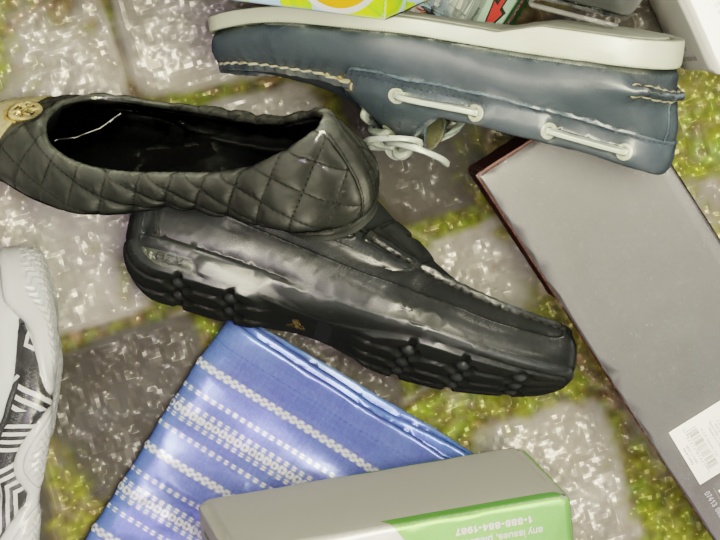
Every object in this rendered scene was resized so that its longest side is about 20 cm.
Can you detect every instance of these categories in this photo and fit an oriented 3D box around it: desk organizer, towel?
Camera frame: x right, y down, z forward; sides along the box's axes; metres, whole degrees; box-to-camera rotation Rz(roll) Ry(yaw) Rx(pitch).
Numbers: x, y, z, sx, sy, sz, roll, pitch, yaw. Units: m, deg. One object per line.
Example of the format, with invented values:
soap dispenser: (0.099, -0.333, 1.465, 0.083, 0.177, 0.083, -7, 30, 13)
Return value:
desk organizer: (0.129, 0.021, 1.226, 0.072, 0.077, 0.200, -33, 96, -1)
towel: (-0.047, 0.136, 1.248, 0.145, 0.024, 0.200, 32, 91, -5)

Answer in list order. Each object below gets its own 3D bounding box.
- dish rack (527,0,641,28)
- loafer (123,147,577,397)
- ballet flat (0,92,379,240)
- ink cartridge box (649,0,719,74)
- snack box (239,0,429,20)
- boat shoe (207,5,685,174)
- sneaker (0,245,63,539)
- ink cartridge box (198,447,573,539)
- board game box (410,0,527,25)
dish rack: (0.033, -0.178, 1.127, 0.200, 0.055, 0.154, 17, 112, 25)
loafer: (0.000, 0.000, 1.218, 0.200, 0.068, 0.070, 18, 71, -1)
ballet flat: (-0.078, -0.055, 1.176, 0.200, 0.066, 0.057, 8, 134, 31)
ink cartridge box: (0.164, -0.203, 1.210, 0.146, 0.085, 0.200, -26, 97, -2)
snack box: (-0.048, -0.207, 1.094, 0.169, 0.068, 0.200, 9, 110, 25)
boat shoe: (0.032, -0.074, 1.160, 0.200, 0.075, 0.062, 6, 98, 12)
sneaker: (-0.189, 0.085, 1.207, 0.115, 0.075, 0.200, 7, 93, -4)
ink cartridge box: (0.019, 0.190, 1.206, 0.145, 0.084, 0.200, -9, 103, -11)
board game box: (0.041, -0.191, 1.174, 0.135, 0.029, 0.200, 36, 116, 8)
